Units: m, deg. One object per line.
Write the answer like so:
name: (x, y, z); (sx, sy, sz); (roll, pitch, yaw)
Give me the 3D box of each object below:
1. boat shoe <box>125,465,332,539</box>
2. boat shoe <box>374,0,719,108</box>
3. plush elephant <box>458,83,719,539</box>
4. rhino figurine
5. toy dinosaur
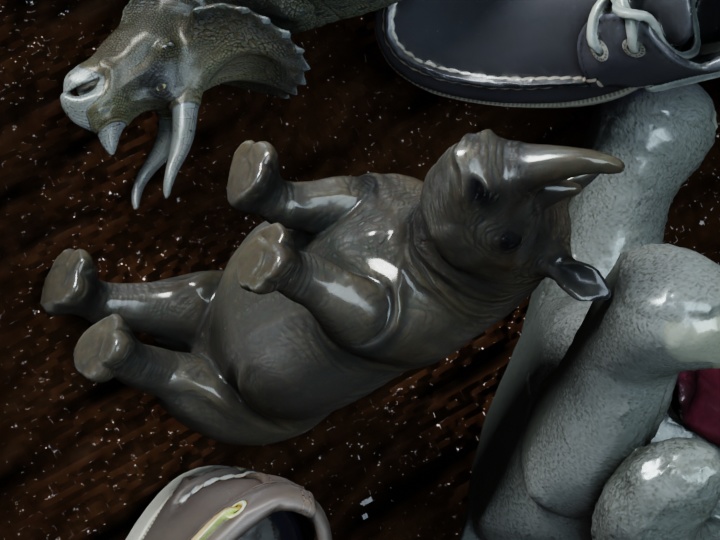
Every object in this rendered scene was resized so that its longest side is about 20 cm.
boat shoe: (-0.067, 0.150, 0.768); (0.072, 0.060, 0.200); (32, 77, -18)
boat shoe: (0.092, -0.089, 0.765); (0.200, 0.063, 0.073); (-6, 91, 19)
plush elephant: (0.119, 0.068, 0.796); (0.155, 0.165, 0.200); (19, 110, -6)
rhino figurine: (0.000, 0.000, 0.739); (0.087, 0.200, 0.060); (25, 55, -35)
toy dinosaur: (-0.008, -0.114, 0.778); (0.200, 0.077, 0.102); (-32, 94, 12)
